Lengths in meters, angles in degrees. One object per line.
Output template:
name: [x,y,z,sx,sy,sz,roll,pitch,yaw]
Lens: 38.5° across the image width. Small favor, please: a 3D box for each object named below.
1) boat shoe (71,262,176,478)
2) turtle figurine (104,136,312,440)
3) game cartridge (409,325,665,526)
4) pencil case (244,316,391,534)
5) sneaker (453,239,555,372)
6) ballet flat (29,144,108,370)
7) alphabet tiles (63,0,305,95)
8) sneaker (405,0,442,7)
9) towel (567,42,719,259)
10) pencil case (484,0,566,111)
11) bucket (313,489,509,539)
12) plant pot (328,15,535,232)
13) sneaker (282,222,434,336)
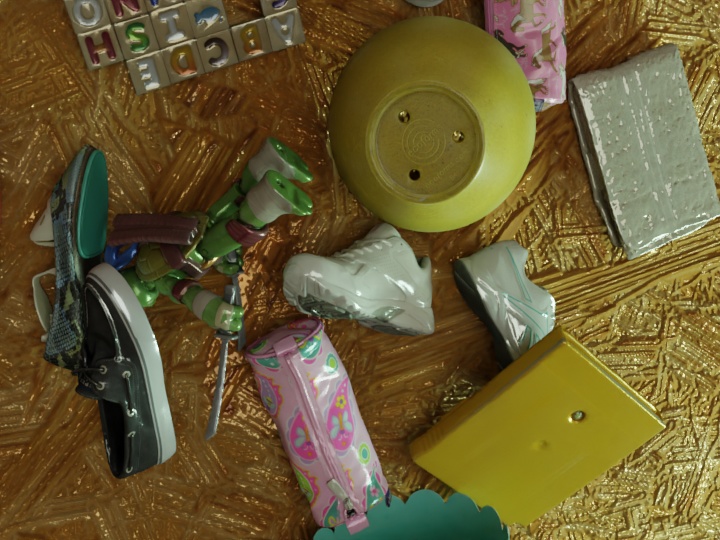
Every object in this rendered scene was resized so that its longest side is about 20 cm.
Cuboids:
boat shoe: [-0.212,0.093,0.880,0.066,0.070,0.202,-30,130,-34]
turtle figurine: [-0.105,-0.003,0.898,0.194,0.144,0.201,-42,82,20]
game cartridge: [0.176,0.163,1.027,0.200,0.033,0.176,-40,122,21]
pencil case: [-0.039,0.147,0.981,0.087,0.087,0.202,-23,104,-13]
sneaker: [0.170,0.062,1.045,0.080,0.070,0.202,-29,104,-14]
ballet flat: [-0.259,-0.009,0.907,0.073,0.074,0.203,-1,94,-17]
alphabet tiles: [-0.160,-0.252,0.902,0.198,0.008,0.169,-20,119,-9]
sneaker: [0.040,-0.342,0.940,0.074,0.087,0.201,-34,105,-8]
towel: [0.299,-0.124,1.079,0.131,0.034,0.202,-22,102,-15]
pencil case: [0.155,-0.255,0.992,0.082,0.086,0.203,1,99,21]
bucket: [0.053,0.318,0.979,0.205,0.207,0.137,-14,107,-15]
plant pot: [0.061,-0.121,0.912,0.197,0.142,0.203,1,104,5]
sneaker: [0.000,0.000,0.964,0.199,0.077,0.101,19,74,-52]
